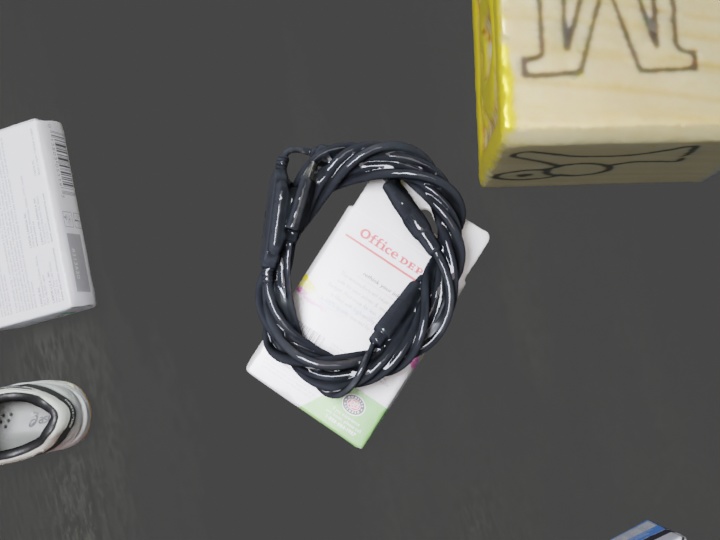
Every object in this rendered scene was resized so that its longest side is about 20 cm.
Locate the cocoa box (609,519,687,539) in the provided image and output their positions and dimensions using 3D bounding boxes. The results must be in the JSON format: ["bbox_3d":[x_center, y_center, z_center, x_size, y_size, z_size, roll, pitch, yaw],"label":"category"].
[{"bbox_3d":[0.227,0.315,0.923,0.132,0.131,0.202,-27,85,-1],"label":"cocoa box"}]

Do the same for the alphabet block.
[{"bbox_3d":[0.194,-0.177,0.943,0.197,0.195,0.199,-1,83,0],"label":"alphabet block"}]

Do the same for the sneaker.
[{"bbox_3d":[-0.323,0.127,0.974,0.198,0.088,0.077,-14,86,1],"label":"sneaker"}]

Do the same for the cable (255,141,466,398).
[{"bbox_3d":[0.000,0.000,0.937,0.161,0.051,0.203,6,81,-2],"label":"cable"}]

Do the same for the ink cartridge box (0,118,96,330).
[{"bbox_3d":[-0.332,-0.025,1.020,0.198,0.050,0.163,-14,84,18],"label":"ink cartridge box"}]

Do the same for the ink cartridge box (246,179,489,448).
[{"bbox_3d":[0.008,0.029,0.987,0.117,0.067,0.201,33,87,5],"label":"ink cartridge box"}]
